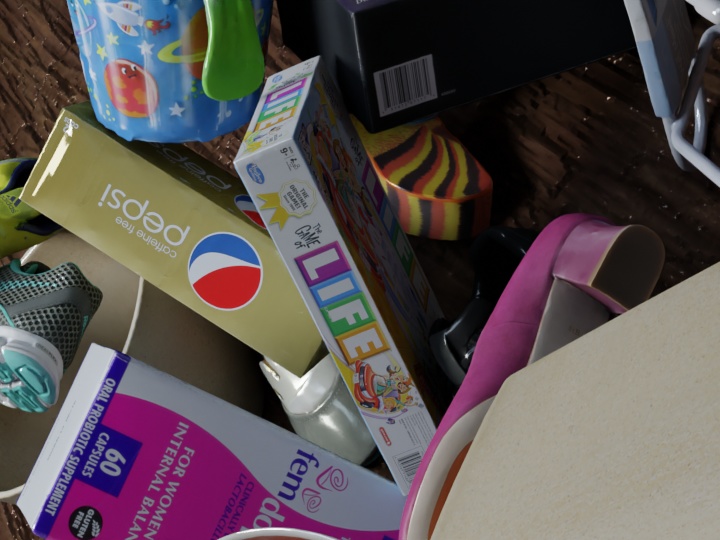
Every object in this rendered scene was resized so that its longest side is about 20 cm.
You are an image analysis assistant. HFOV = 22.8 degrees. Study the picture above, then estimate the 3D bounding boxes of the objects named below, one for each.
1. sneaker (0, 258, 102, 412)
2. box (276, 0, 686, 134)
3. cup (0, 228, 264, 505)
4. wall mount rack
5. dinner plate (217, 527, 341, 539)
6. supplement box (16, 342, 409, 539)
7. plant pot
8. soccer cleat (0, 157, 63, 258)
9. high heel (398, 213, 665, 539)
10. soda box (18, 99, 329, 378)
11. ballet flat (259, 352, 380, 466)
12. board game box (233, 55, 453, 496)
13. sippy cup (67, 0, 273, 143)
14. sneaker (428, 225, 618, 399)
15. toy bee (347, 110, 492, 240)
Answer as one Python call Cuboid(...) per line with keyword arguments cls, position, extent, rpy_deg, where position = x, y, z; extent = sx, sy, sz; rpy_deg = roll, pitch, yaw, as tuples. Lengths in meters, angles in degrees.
Cuboid(cls="sneaker", position=(-0.225, 0.035, 1.114), extent=(0.199, 0.078, 0.091), rpy_deg=(2, 51, 49))
Cuboid(cls="box", position=(0.064, -0.165, 1.020), extent=(0.199, 0.079, 0.141), rpy_deg=(-19, 31, -15))
Cuboid(cls="cup", position=(-0.148, 0.075, 1.158), extent=(0.200, 0.143, 0.201), rpy_deg=(-30, 45, 36))
Cuboid(cls="wall mount rack", position=(0.167, -0.119, 0.864), extent=(0.074, 0.201, 0.174), rpy_deg=(-5, 40, 26))
Cuboid(cls="dinner plate", position=(-0.007, 0.207, 0.875), extent=(0.200, 0.201, 0.024), rpy_deg=(-28, 8, 38))
Cuboid(cls="supplement box", position=(-0.069, 0.127, 0.955), extent=(0.102, 0.199, 0.103), rpy_deg=(-65, 14, -6))
Cuboid(cls="plant pot", position=(0.144, 0.118, 0.718), extent=(0.199, 0.200, 0.178), rpy_deg=(-32, 37, 35))
Cuboid(cls="soccer cleat", position=(-0.242, -0.028, 1.091), extent=(0.083, 0.065, 0.200), rpy_deg=(-14, 12, 31))
Cuboid(cls="high heel", position=(0.072, 0.060, 0.863), extent=(0.200, 0.067, 0.096), rpy_deg=(-52, 16, -11))
Cuboid(cls="soda box", position=(-0.094, -0.022, 1.042), extent=(0.064, 0.199, 0.068), rpy_deg=(-61, -7, 17))
Cuboid(cls="ballet flat", position=(-0.042, 0.048, 1.112), extent=(0.067, 0.064, 0.200), rpy_deg=(-49, 36, 17))
Cuboid(cls="board game box", position=(0.000, 0.000, 0.943), extent=(0.034, 0.201, 0.135), rpy_deg=(-22, 21, 13))
Cuboid(cls="sippy cup", position=(-0.106, -0.146, 1.003), extent=(0.178, 0.139, 0.131), rpy_deg=(-68, -20, -62))
Cuboid(cls="sneaker", position=(0.073, 0.066, 0.918), extent=(0.069, 0.099, 0.201), rpy_deg=(-24, 48, 44))
Cuboid(cls="toy bee", position=(0.001, -0.084, 1.112), extent=(0.200, 0.108, 0.132), rpy_deg=(-128, 27, -62))
